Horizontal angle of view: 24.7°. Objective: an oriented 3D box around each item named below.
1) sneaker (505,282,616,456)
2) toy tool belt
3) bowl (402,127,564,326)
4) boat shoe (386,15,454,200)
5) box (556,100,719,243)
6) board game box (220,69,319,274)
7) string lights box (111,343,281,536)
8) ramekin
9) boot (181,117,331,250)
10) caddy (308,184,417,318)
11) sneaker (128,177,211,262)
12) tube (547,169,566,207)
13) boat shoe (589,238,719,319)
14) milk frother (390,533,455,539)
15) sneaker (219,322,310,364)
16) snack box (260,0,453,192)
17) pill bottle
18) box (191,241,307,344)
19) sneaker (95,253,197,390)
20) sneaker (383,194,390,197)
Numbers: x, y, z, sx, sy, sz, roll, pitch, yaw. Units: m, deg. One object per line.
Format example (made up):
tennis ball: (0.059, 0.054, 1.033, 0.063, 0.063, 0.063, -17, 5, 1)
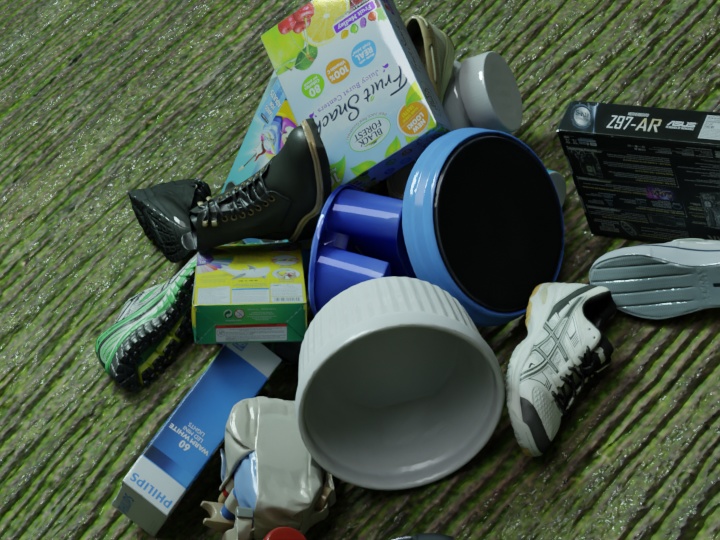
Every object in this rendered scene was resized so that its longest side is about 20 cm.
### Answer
sneaker: (0.198, 0.088, 1.587, 0.087, 0.076, 0.202, -4, 49, 26)
toy tool belt: (-0.089, 0.230, 1.584, 0.123, 0.123, 0.202, 8, 48, -18)
bowl: (0.129, -0.045, 1.655, 0.039, 0.201, 0.202, -10, 40, 51)
boat shoe: (0.055, -0.165, 1.735, 0.072, 0.063, 0.203, 6, 80, 29)
box: (0.309, -0.092, 1.642, 0.198, 0.161, 0.044, 8, 54, 32)
board game box: (-0.077, -0.117, 1.842, 0.151, 0.047, 0.202, 44, 116, 45)
string lights box: (-0.167, 0.163, 1.663, 0.059, 0.103, 0.201, 36, 65, 0)
ramekin: (0.033, 0.101, 1.574, 0.198, 0.201, 0.106, -21, 35, 5)
boot: (-0.108, -0.075, 1.673, 0.137, 0.201, 0.078, -11, 62, -15)
caddy: (0.000, 0.000, 1.680, 0.104, 0.200, 0.143, 10, 68, 18)
sneaker: (-0.208, -0.071, 1.897, 0.090, 0.077, 0.200, -25, 23, -11)
tube: (0.137, -0.101, 1.817, 0.199, 0.051, 0.077, 17, 49, 44)
boat shoe: (0.328, 0.006, 1.622, 0.198, 0.074, 0.067, 4, 22, 30)
milk frother: (0.100, 0.331, 1.391, 0.198, 0.181, 0.190, 17, 45, -18)
sneaker: (-0.099, 0.081, 1.748, 0.088, 0.074, 0.199, -48, 36, -8)
snack box: (-0.005, -0.195, 1.715, 0.141, 0.053, 0.202, -31, 69, 21)
pill bottle: (0.073, -0.170, 1.831, 0.198, 0.110, 0.110, -17, 43, 30)
box: (-0.115, 0.016, 1.703, 0.116, 0.049, 0.200, -1, 23, -3)
sneaker: (-0.219, 0.036, 1.828, 0.200, 0.078, 0.085, -43, 46, -16)
sneaker: (0.086, -0.070, 1.766, 0.198, 0.080, 0.090, 9, 86, 26)
